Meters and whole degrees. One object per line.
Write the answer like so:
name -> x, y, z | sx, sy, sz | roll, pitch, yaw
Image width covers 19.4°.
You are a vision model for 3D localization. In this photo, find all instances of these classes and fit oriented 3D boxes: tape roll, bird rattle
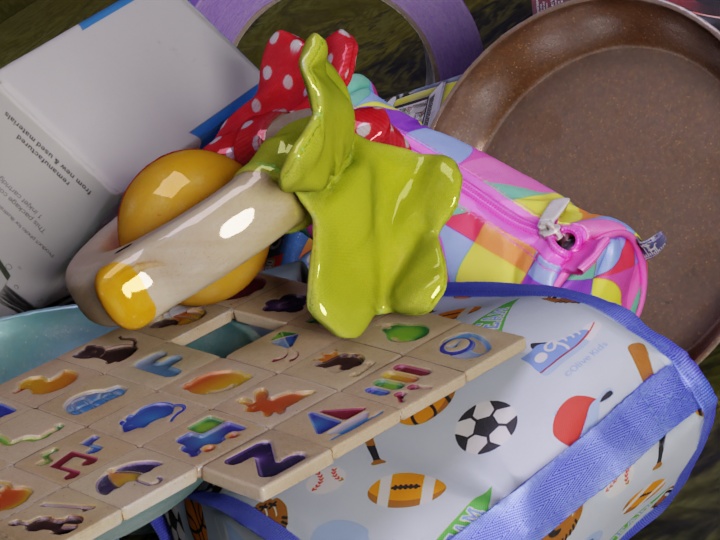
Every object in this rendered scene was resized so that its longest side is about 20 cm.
tape roll -> -0.020, -0.118, 1.324 | 0.199, 0.201, 0.066 | -27, 18, 4
bird rattle -> -0.051, -0.038, 0.855 | 0.163, 0.113, 0.200 | -31, 21, -7

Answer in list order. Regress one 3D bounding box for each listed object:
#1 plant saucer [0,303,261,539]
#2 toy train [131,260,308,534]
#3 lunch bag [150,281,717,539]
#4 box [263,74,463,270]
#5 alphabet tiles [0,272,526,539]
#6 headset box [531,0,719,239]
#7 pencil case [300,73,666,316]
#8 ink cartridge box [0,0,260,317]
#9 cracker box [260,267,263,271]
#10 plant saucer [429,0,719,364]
plant saucer -> -0.130, 0.067, 0.818 | 0.199, 0.036, 0.200 | -9, 20, 3
toy train -> -0.068, 0.056, 0.971 | 0.199, 0.114, 0.086 | -15, 51, 8
lunch bag -> 0.028, 0.089, 0.820 | 0.170, 0.124, 0.200 | -36, 11, -22
box -> 0.000, 0.000, 1.100 | 0.136, 0.038, 0.201 | -15, 49, 38
alphabet tiles -> -0.065, 0.050, 0.773 | 0.199, 0.008, 0.167 | -27, 27, -37
headset box -> 0.172, -0.083, 1.026 | 0.199, 0.075, 0.150 | -16, 66, 32
pencil case -> 0.042, -0.022, 0.962 | 0.088, 0.089, 0.200 | -38, 47, -27
ink cartridge box -> -0.151, -0.028, 1.025 | 0.200, 0.084, 0.146 | -50, -4, 38
cracker box -> -0.116, 0.005, 1.179 | 0.200, 0.057, 0.135 | -41, 30, 47
plant saucer -> 0.111, -0.028, 0.985 | 0.199, 0.202, 0.034 | -16, -21, 33
